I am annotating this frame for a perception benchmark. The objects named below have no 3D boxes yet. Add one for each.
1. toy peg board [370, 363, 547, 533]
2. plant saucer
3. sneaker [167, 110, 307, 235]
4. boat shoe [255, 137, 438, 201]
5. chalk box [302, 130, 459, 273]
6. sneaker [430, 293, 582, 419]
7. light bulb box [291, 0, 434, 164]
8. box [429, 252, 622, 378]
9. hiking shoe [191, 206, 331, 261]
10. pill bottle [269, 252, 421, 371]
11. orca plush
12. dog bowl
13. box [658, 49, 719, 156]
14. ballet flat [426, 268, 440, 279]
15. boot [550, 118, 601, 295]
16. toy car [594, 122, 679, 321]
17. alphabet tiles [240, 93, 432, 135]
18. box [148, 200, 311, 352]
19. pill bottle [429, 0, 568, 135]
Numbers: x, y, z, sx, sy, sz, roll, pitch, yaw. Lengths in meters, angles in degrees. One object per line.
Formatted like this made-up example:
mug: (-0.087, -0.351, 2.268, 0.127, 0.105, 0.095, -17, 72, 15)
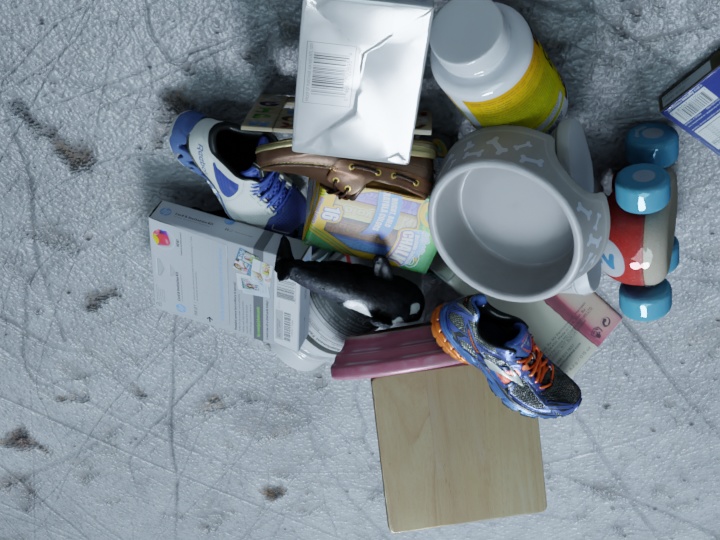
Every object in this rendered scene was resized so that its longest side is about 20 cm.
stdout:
toy peg board: (0.118, 0.207, 1.630, 0.199, 0.098, 0.200, -8, 99, -5)
plant saucer: (0.060, 0.093, 1.576, 0.200, 0.051, 0.201, -10, 180, 0)
sneaker: (-0.126, -0.108, 1.508, 0.199, 0.081, 0.115, 42, 162, -33)
boat shoe: (-0.013, -0.109, 1.390, 0.200, 0.068, 0.072, 1, 178, -15)
chalk box: (0.045, -0.089, 1.522, 0.200, 0.124, 0.124, 15, 134, -10)
sneaker: (0.173, 0.098, 1.472, 0.200, 0.075, 0.078, 35, 142, -9)
light bulb box: (0.007, -0.248, 1.304, 0.125, 0.200, 0.198, 7, 135, -1)
box: (0.195, 0.023, 1.563, 0.200, 0.128, 0.109, 41, 92, -15)
hiking shoe: (-0.131, -0.041, 1.617, 0.200, 0.074, 0.087, -4, 136, 7)
pill bottle: (-0.026, 0.041, 1.667, 0.114, 0.114, 0.200, 30, 130, -25)
orca plush: (0.000, 0.000, 1.503, 0.200, 0.105, 0.071, 26, 113, -15)
dog bowl: (0.162, -0.053, 1.376, 0.200, 0.059, 0.200, 17, 131, 21)
box: (0.453, -0.172, 1.475, 0.200, 0.032, 0.121, 31, 130, -24)
ballet flat: (0.174, -0.007, 1.651, 0.200, 0.074, 0.074, 15, 135, -14)
boot: (0.205, -0.067, 1.428, 0.096, 0.074, 0.200, 1, 109, 28)
toy car: (0.268, -0.059, 1.520, 0.200, 0.177, 0.184, 3, 127, 19)
alphabet tiles: (-0.021, -0.169, 1.419, 0.200, 0.167, 0.008, 4, 109, 2)
box: (-0.160, 0.008, 1.594, 0.200, 0.041, 0.156, 15, 133, 13)
pill bottle: (0.142, -0.208, 1.357, 0.109, 0.109, 0.200, -16, 157, 19)
